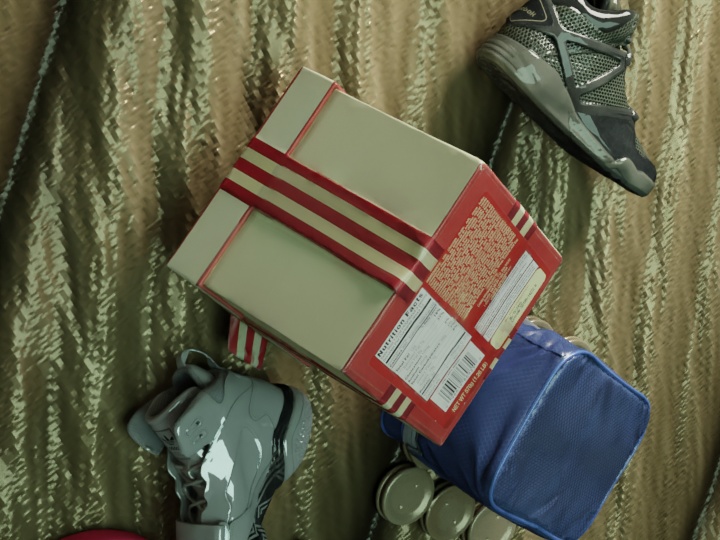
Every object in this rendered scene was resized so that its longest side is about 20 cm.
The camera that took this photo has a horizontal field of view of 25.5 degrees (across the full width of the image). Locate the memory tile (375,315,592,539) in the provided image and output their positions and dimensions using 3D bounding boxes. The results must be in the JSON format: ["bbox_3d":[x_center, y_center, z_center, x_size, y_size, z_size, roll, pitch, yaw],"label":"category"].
[{"bbox_3d":[0.101,0.127,1.290,0.153,0.017,0.200,25,92,-38],"label":"memory tile"}]

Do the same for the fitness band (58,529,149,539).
[{"bbox_3d":[-0.188,0.282,1.123,0.144,0.037,0.200,1,101,-30],"label":"fitness band"}]

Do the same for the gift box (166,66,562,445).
[{"bbox_3d":[0.000,0.000,1.075,0.185,0.187,0.200,-53,147,-10],"label":"gift box"}]

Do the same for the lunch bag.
[{"bbox_3d":[0.107,0.104,1.187,0.136,0.132,0.200,-58,142,-4],"label":"lunch bag"}]

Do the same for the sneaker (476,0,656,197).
[{"bbox_3d":[0.185,-0.142,1.213,0.114,0.076,0.199,-49,121,-2],"label":"sneaker"}]

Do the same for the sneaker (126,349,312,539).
[{"bbox_3d":[-0.113,0.154,1.100,0.115,0.075,0.200,33,66,-33],"label":"sneaker"}]
